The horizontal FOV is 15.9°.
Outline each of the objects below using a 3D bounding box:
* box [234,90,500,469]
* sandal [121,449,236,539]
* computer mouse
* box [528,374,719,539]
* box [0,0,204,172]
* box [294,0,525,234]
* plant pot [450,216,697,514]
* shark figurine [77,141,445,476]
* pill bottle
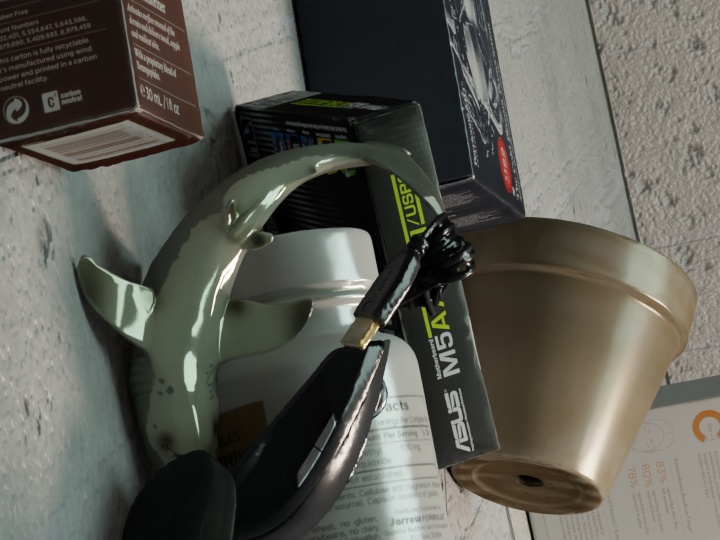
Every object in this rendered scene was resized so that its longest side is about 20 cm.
[{"bbox_3d":[0.000,0.000,1.426,0.200,0.047,0.194,-164,-119,-68],"label":"box"},{"bbox_3d":[-0.091,0.147,1.086,0.048,0.075,0.201,41,23,-27],"label":"sandal"},{"bbox_3d":[-0.007,0.063,1.183,0.046,0.200,0.140,39,-15,6],"label":"computer mouse"},{"bbox_3d":[0.243,0.171,2.208,0.097,0.199,0.125,-38,116,-76],"label":"box"},{"bbox_3d":[-0.129,-0.152,1.138,0.100,0.074,0.201,17,61,-75],"label":"box"},{"bbox_3d":[0.033,-0.133,1.767,0.182,0.103,0.201,23,56,-74],"label":"box"},{"bbox_3d":[0.139,0.080,1.922,0.200,0.199,0.175,58,41,-58],"label":"plant pot"},{"bbox_3d":[-0.065,-0.008,1.236,0.128,0.215,0.089,43,-15,-20],"label":"shark figurine"},{"bbox_3d":[-0.020,0.086,1.309,0.114,0.114,0.201,25,54,-75],"label":"pill bottle"}]
